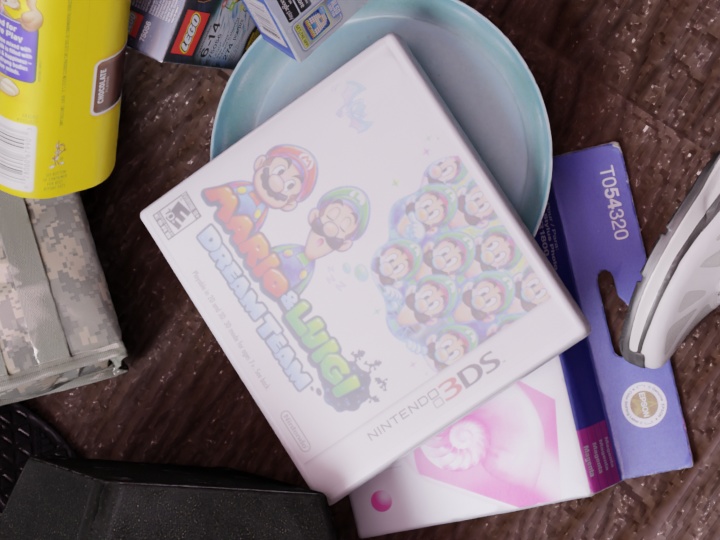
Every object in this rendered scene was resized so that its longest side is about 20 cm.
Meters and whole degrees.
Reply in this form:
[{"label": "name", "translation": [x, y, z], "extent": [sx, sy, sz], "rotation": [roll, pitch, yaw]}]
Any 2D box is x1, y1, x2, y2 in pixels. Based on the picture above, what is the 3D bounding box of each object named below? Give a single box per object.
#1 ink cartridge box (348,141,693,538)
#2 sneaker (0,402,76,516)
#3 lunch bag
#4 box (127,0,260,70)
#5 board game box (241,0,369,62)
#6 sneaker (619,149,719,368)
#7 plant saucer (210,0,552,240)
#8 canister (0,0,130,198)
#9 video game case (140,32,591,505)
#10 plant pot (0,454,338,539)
[{"label": "ink cartridge box", "translation": [0.073, 0.041, 1.245], "extent": [0.200, 0.043, 0.197], "rotation": [-14, 91, 18]}, {"label": "sneaker", "translation": [-0.245, 0.114, 1.338], "extent": [0.200, 0.072, 0.083], "rotation": [48, 132, 7]}, {"label": "lunch bag", "translation": [-0.253, 0.005, 1.257], "extent": [0.200, 0.118, 0.164], "rotation": [-16, 83, -7]}, {"label": "box", "translation": [-0.060, -0.211, 1.208], "extent": [0.040, 0.137, 0.200], "rotation": [27, 102, 19]}, {"label": "board game box", "translation": [-0.009, -0.247, 1.134], "extent": [0.199, 0.200, 0.043], "rotation": [-42, 45, -13]}, {"label": "sneaker", "translation": [0.231, -0.014, 1.177], "extent": [0.115, 0.076, 0.201], "rotation": [33, 99, 12]}, {"label": "plant saucer", "translation": [0.013, -0.062, 1.223], "extent": [0.200, 0.027, 0.200], "rotation": [1, 92, 16]}, {"label": "canister", "translation": [-0.178, -0.156, 1.141], "extent": [0.149, 0.086, 0.200], "rotation": [48, 142, 36]}, {"label": "video game case", "translation": [0.000, 0.000, 1.202], "extent": [0.182, 0.024, 0.200], "rotation": [-35, 82, 13]}, {"label": "plant pot", "translation": [-0.114, 0.199, 1.203], "extent": [0.200, 0.199, 0.178], "rotation": [6, 89, -26]}]
